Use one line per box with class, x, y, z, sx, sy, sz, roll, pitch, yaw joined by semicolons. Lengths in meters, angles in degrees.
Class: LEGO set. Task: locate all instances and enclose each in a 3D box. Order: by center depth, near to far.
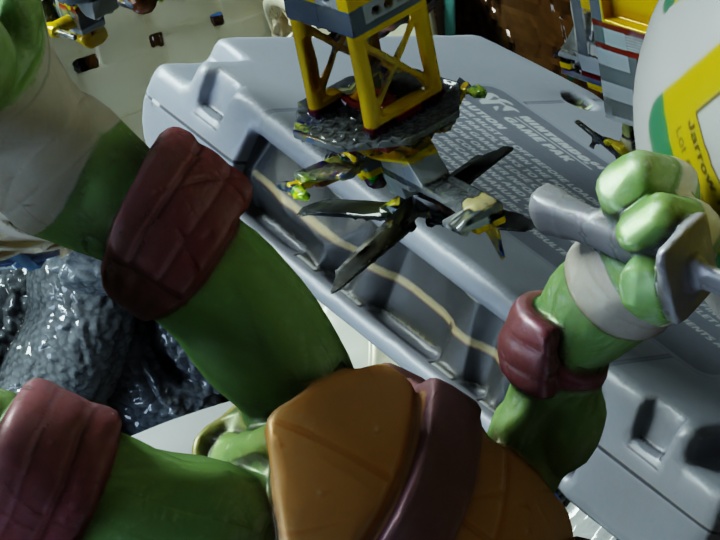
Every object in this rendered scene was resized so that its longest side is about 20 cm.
LEGO set;0.020;-0.071;0.675;0.154;0.200;0.116;15;128;39

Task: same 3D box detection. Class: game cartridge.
game cartridge;0.056;0.001;0.700;0.200;0.133;0.041;39;123;37

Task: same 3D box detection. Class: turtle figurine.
turtle figurine;0.001;0.032;0.520;0.194;0.144;0.200;31;-168;-11

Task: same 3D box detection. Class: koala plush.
koala plush;-0.172;0.027;1.173;0.177;0.200;0.184;42;147;47

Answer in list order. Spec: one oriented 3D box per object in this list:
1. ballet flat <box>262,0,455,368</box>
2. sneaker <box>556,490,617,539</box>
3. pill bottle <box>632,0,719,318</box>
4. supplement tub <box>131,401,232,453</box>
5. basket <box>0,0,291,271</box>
ballet flat;0.000;0.000;0.835;0.069;0.069;0.200;114;154;-61
sneaker;0.095;0.083;0.774;0.090;0.066;0.200;39;176;-6
pill bottle;0.132;-0.051;0.505;0.113;0.113;0.200;65;158;8
supplement tub;-0.025;0.154;1.023;0.145;0.145;0.200;8;118;66
basket;-0.100;-0.076;0.957;0.200;0.176;0.139;-8;101;59
